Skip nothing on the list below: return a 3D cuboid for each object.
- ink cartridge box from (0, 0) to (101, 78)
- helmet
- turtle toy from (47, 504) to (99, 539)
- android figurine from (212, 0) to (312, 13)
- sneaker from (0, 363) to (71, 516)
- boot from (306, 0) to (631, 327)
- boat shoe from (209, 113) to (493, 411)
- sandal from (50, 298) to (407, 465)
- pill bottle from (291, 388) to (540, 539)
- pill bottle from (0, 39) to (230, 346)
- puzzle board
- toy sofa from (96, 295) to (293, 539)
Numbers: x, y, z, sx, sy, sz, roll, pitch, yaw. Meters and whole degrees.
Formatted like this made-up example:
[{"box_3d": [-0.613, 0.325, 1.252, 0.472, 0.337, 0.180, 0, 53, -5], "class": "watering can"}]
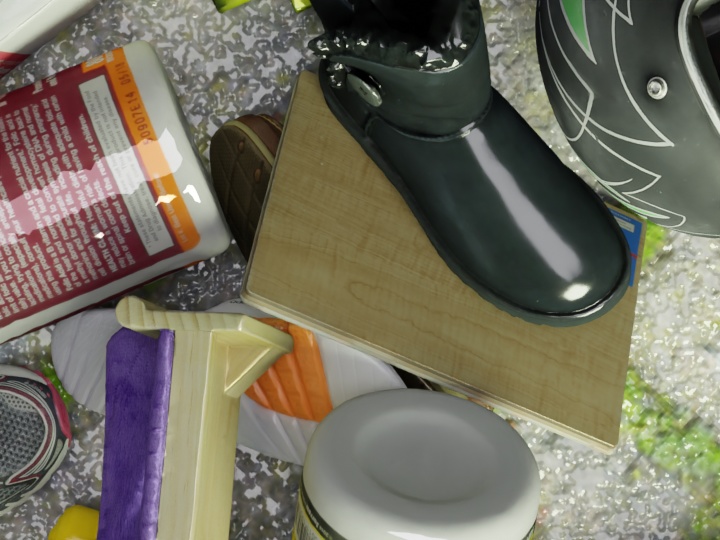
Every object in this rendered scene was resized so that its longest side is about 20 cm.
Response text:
[{"box_3d": [-0.169, -0.196, 1.364, 0.199, 0.083, 0.146, -36, 86, 8], "class": "ink cartridge box"}, {"box_3d": [0.177, -0.115, 1.340, 0.200, 0.200, 0.191, 42, 97, -3], "class": "helmet"}, {"box_3d": [-0.108, 0.217, 1.395, 0.145, 0.101, 0.201, 18, 92, -2], "class": "turtle toy"}, {"box_3d": [0.001, -0.211, 1.409, 0.199, 0.041, 0.183, -21, 93, 1], "class": "android figurine"}, {"box_3d": [-0.241, 0.105, 1.400, 0.199, 0.075, 0.081, -19, 93, -1], "class": "sneaker"}, {"box_3d": [0.045, -0.070, 1.296, 0.076, 0.168, 0.200, -41, 75, -8], "class": "boot"}, {"box_3d": [0.000, 0.000, 1.412, 0.067, 0.072, 0.200, -36, 85, -33], "class": "boat shoe"}, {"box_3d": [-0.058, 0.043, 1.398, 0.205, 0.059, 0.080, 11, 118, 25], "class": "sandal"}, {"box_3d": [0.018, 0.166, 1.337, 0.111, 0.113, 0.201, 8, 126, -2], "class": "pill bottle"}, {"box_3d": [-0.174, -0.026, 1.376, 0.199, 0.114, 0.115, -22, 93, -1], "class": "pill bottle"}, {"box_3d": [0.045, -0.004, 1.376, 0.199, 0.017, 0.151, 23, 48, -12], "class": "puzzle board"}, {"box_3d": [-0.095, 0.117, 1.305, 0.097, 0.083, 0.202, 3, 82, 17], "class": "toy sofa"}]
